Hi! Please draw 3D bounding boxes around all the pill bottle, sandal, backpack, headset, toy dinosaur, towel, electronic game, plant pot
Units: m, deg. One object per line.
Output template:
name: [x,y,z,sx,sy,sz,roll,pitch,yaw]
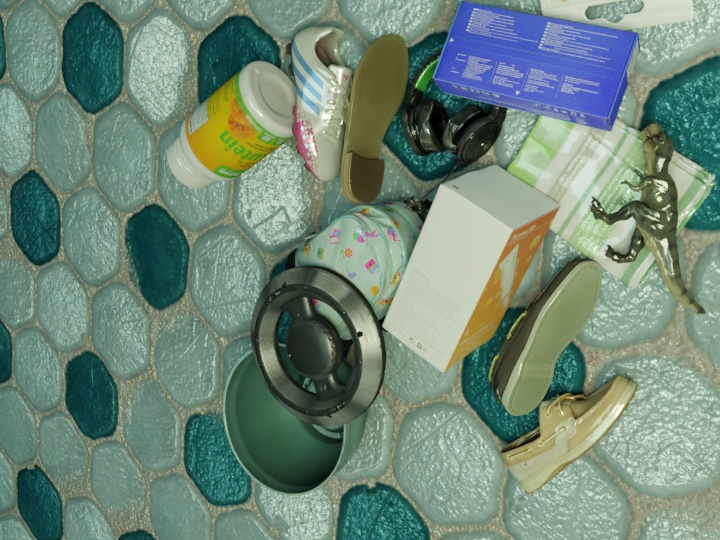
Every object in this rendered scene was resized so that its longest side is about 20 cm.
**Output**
pill bottle: [-0.180,-0.193,1.095,0.199,0.111,0.112,-28,83,36]
sandal: [-0.001,-0.190,0.982,0.069,0.077,0.213,7,86,53]
backpack: [0.000,0.000,0.995,0.200,0.126,0.167,-36,82,41]
headset: [0.097,-0.164,0.918,0.123,0.094,0.201,16,97,32]
toy dinosaur: [0.290,-0.046,0.806,0.088,0.047,0.201,-9,97,32]
towel: [0.259,-0.093,0.859,0.200,0.031,0.150,40,119,22]
electronic game: [-0.056,0.093,0.960,0.199,0.042,0.201,8,105,32]
plant pot: [-0.071,0.191,1.079,0.199,0.134,0.202,2,95,31]

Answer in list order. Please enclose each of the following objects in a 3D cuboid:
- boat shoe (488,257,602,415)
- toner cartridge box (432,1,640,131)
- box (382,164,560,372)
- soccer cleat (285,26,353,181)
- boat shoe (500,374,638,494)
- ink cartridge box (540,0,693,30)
boat shoe: [0.207,0.068,0.905,0.202,0.071,0.061,-65,33,17]
toner cartridge box: [0.187,-0.222,0.845,0.199,0.043,0.095,20,87,24]
box: [0.125,-0.004,0.901,0.097,0.124,0.201,36,125,23]
soccer cleat: [-0.045,-0.219,1.019,0.086,0.070,0.201,-6,96,38]
boat shoe: [0.233,0.180,0.907,0.069,0.074,0.200,44,122,12]
ink cartridge box: [0.260,-0.353,0.809,0.161,0.050,0.201,1,118,34]
